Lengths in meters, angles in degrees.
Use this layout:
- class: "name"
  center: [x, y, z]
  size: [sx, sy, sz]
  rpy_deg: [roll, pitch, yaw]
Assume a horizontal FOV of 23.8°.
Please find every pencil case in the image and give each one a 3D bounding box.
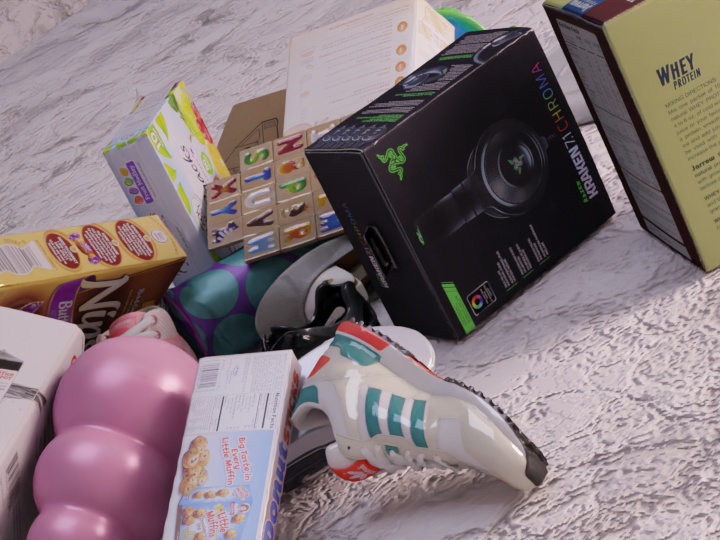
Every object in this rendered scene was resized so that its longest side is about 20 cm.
- class: "pencil case"
  center: [-0.076, 0.004, 1.501]
  size: [0.199, 0.085, 0.092]
  rpy_deg: [-34, 22, -15]

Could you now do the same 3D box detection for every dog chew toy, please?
- class: "dog chew toy"
  center: [-0.179, 0.147, 1.228]
  size: [0.124, 0.125, 0.201]
  rpy_deg: [-11, 46, 39]

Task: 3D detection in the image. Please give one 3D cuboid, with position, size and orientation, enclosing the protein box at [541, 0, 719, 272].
- class: "protein box"
  center: [0.273, -0.146, 1.243]
  size: [0.198, 0.201, 0.135]
  rpy_deg: [-29, 20, -4]

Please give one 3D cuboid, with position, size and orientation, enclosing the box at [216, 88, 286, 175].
- class: "box"
  center: [-0.107, -0.100, 1.764]
  size: [0.163, 0.021, 0.201]
  rpy_deg: [-9, 54, 44]

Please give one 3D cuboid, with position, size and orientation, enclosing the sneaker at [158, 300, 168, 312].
- class: "sneaker"
  center: [-0.240, 0.079, 1.532]
  size: [0.077, 0.082, 0.200]
  rpy_deg: [-11, 26, 39]

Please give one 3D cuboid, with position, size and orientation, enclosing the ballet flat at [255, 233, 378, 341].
- class: "ballet flat"
  center: [0.000, 0.000, 1.445]
  size: [0.200, 0.068, 0.064]
  rpy_deg: [-36, 32, -18]

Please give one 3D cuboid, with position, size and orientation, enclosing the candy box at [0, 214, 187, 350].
- class: "candy box"
  center: [-0.251, 0.021, 1.404]
  size: [0.199, 0.057, 0.117]
  rpy_deg: [-13, -33, -47]

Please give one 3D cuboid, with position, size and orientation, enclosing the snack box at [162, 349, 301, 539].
- class: "snack box"
  center: [-0.088, 0.142, 1.131]
  size: [0.071, 0.024, 0.201]
  rpy_deg: [-5, 51, 17]

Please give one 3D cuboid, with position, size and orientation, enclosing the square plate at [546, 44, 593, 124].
- class: "square plate"
  center: [0.229, -0.196, 1.678]
  size: [0.199, 0.029, 0.198]
  rpy_deg: [-11, 26, 37]

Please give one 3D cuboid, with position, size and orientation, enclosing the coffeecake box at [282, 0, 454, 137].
- class: "coffeecake box"
  center: [0.006, -0.140, 1.615]
  size: [0.153, 0.073, 0.201]
  rpy_deg: [-14, 60, 33]

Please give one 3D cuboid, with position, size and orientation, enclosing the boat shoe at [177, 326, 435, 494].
- class: "boat shoe"
  center: [-0.033, 0.112, 1.206]
  size: [0.199, 0.068, 0.072]
  rpy_deg: [-33, 58, -11]

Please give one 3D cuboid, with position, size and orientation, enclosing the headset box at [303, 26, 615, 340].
- class: "headset box"
  center: [0.075, -0.066, 1.343]
  size: [0.200, 0.175, 0.093]
  rpy_deg: [-36, 21, -25]

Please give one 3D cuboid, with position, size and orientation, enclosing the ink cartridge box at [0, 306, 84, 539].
- class: "ink cartridge box"
  center: [-0.279, 0.146, 1.266]
  size: [0.082, 0.147, 0.200]
  rpy_deg: [13, 40, 8]

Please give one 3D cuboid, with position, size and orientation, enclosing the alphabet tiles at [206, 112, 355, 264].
- class: "alphabet tiles"
  center: [-0.043, -0.077, 1.505]
  size: [0.199, 0.006, 0.167]
  rpy_deg: [-18, 37, 8]

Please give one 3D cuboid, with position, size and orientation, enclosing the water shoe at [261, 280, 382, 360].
- class: "water shoe"
  center: [-0.059, 0.083, 1.294]
  size: [0.071, 0.079, 0.200]
  rpy_deg: [-8, 28, 44]

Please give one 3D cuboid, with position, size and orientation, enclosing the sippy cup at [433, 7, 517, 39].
- class: "sippy cup"
  center: [0.075, -0.202, 1.762]
  size: [0.177, 0.141, 0.130]
  rpy_deg: [14, 8, -5]

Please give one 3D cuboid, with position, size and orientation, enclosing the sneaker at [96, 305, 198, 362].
- class: "sneaker"
  center: [-0.182, 0.099, 1.380]
  size: [0.075, 0.105, 0.201]
  rpy_deg: [-20, 23, 16]

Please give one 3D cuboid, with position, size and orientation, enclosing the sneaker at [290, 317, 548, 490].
- class: "sneaker"
  center: [0.033, 0.110, 1.107]
  size: [0.199, 0.070, 0.094]
  rpy_deg: [31, 80, 41]

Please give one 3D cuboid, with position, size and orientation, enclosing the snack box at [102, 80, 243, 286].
- class: "snack box"
  center: [-0.156, -0.058, 1.584]
  size: [0.053, 0.201, 0.142]
  rpy_deg: [-20, 21, 18]
